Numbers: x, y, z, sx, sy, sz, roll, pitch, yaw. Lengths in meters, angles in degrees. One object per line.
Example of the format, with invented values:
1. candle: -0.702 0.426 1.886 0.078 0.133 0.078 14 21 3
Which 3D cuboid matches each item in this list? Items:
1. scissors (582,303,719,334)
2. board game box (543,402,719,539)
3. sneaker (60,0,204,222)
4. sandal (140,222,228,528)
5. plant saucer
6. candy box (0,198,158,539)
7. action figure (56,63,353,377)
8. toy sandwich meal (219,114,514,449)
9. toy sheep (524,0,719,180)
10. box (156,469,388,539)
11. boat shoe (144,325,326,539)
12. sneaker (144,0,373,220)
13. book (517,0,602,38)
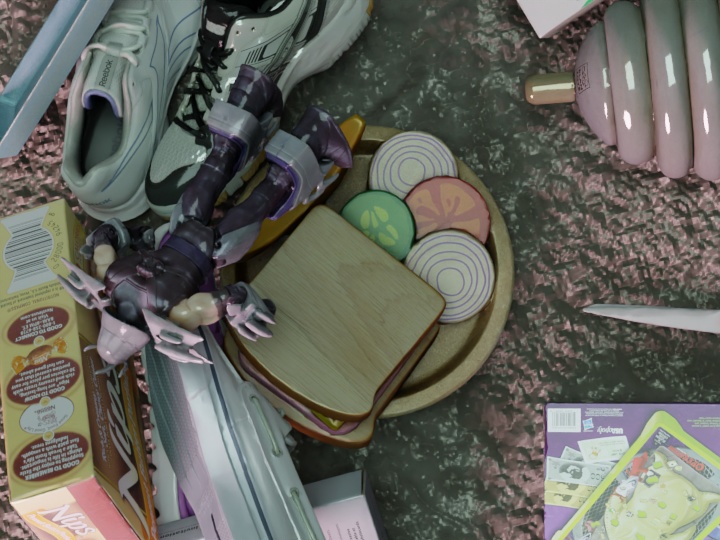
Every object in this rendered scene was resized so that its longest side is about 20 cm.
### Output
1. scissors: 0.241 0.039 1.193 0.198 0.014 0.074 -10 87 5
2. board game box: 0.211 0.141 1.183 0.198 0.032 0.121 0 82 8
3. sneaker: -0.144 -0.132 1.217 0.074 0.087 0.202 7 86 9
4. sandal: -0.096 0.071 1.199 0.049 0.082 0.205 0 98 26
5. plant saucer: -0.176 -0.157 1.194 0.019 0.070 0.200 24 122 -22
6. candy box: -0.171 0.072 1.148 0.055 0.116 0.201 -16 53 6
7. action figure: -0.089 -0.017 1.110 0.129 0.070 0.201 31 71 19
8. toy sandwich meal: 0.000 0.000 1.178 0.203 0.070 0.207 1 77 -2
9. toy sheep: 0.197 -0.115 1.150 0.198 0.138 0.139 -10 85 6
10. box: -0.069 0.222 1.178 0.198 0.041 0.157 -15 107 6
11. boat shoe: -0.070 0.107 1.125 0.066 0.074 0.202 -11 71 -25
12. sneaker: -0.081 -0.127 1.197 0.075 0.088 0.201 29 81 44
13. book: 0.112 -0.261 1.157 0.133 0.048 0.201 -33 86 17
